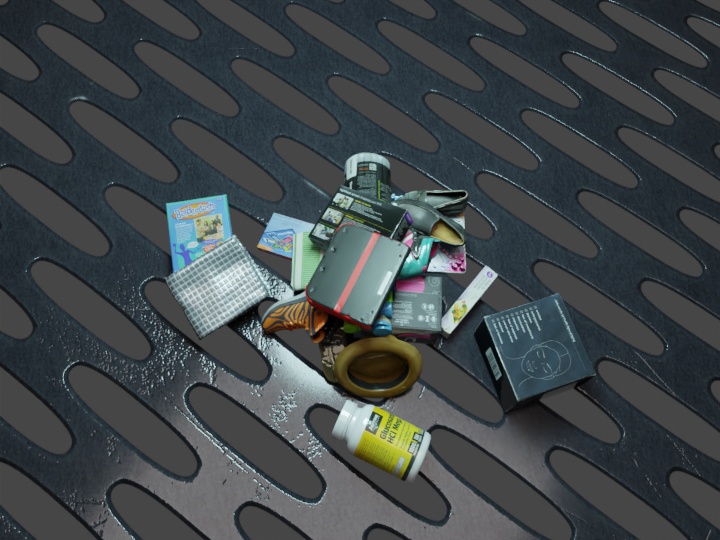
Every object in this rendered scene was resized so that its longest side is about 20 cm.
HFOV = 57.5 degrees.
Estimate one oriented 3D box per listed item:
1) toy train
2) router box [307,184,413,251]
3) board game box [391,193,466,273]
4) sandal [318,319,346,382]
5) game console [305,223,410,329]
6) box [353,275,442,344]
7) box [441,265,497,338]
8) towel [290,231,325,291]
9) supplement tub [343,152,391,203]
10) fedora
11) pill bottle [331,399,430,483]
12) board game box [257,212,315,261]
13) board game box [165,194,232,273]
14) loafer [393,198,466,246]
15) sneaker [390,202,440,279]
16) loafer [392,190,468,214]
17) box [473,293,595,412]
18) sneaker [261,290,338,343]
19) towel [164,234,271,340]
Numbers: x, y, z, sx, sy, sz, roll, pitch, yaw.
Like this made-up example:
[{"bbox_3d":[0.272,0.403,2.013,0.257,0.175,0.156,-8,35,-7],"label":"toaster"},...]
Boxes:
[{"bbox_3d":[-0.024,0.081,1.397,0.195,0.085,0.118,0,57,2],"label":"toy train"},{"bbox_3d":[-0.001,-0.093,1.472,0.198,0.051,0.151,24,75,32],"label":"router box"},{"bbox_3d":[0.167,-0.096,1.645,0.195,0.026,0.205,3,67,-3],"label":"board game box"},{"bbox_3d":[-0.061,0.154,1.514,0.078,0.054,0.205,-3,82,2],"label":"sandal"},{"bbox_3d":[-0.008,0.007,1.372,0.174,0.031,0.203,21,71,20],"label":"game console"},{"bbox_3d":[0.084,0.089,1.514,0.195,0.115,0.135,4,68,0],"label":"box"},{"bbox_3d":[0.255,0.075,1.573,0.039,0.042,0.200,39,69,11],"label":"box"},{"bbox_3d":[-0.068,-0.033,1.517,0.195,0.023,0.156,-9,63,17],"label":"towel"},{"bbox_3d":[0.017,-0.174,1.613,0.119,0.123,0.205,2,66,-3],"label":"supplement tub"},{"bbox_3d":[0.038,0.197,1.454,0.195,0.204,0.083,0,37,-4],"label":"fedora"},{"bbox_3d":[0.042,0.359,1.399,0.197,0.113,0.114,24,67,6],"label":"pill bottle"},{"bbox_3d":[-0.143,-0.069,1.591,0.196,0.020,0.104,17,66,17],"label":"board game box"},{"bbox_3d":[-0.382,-0.075,1.583,0.148,0.045,0.204,-9,69,-8],"label":"board game box"},{"bbox_3d":[0.168,-0.115,1.573,0.196,0.072,0.074,21,101,-6],"label":"loafer"},{"bbox_3d":[0.121,-0.070,1.497,0.118,0.084,0.204,-1,58,-1],"label":"sneaker"},{"bbox_3d":[0.173,-0.175,1.629,0.195,0.063,0.073,-6,69,-7],"label":"loafer"},{"bbox_3d":[0.390,0.187,1.492,0.192,0.124,0.204,-16,69,-9],"label":"box"},{"bbox_3d":[-0.135,0.118,1.468,0.197,0.077,0.114,-29,59,19],"label":"sneaker"},{"bbox_3d":[-0.321,0.036,1.489,0.198,0.086,0.167,-33,92,-9],"label":"towel"}]
